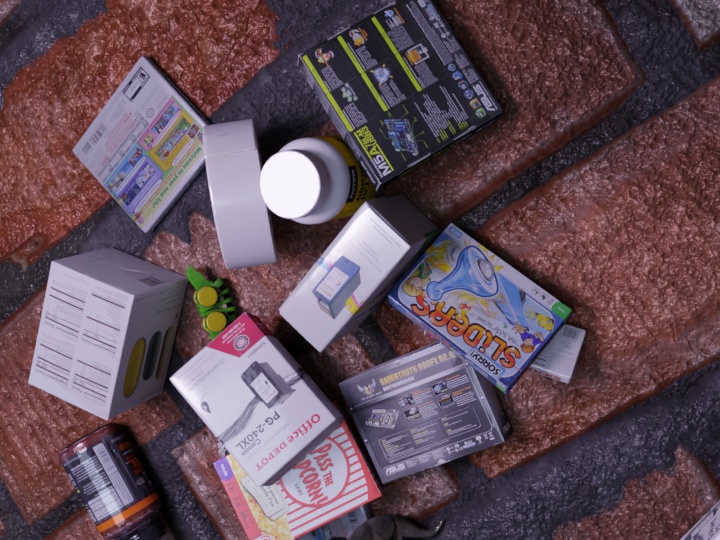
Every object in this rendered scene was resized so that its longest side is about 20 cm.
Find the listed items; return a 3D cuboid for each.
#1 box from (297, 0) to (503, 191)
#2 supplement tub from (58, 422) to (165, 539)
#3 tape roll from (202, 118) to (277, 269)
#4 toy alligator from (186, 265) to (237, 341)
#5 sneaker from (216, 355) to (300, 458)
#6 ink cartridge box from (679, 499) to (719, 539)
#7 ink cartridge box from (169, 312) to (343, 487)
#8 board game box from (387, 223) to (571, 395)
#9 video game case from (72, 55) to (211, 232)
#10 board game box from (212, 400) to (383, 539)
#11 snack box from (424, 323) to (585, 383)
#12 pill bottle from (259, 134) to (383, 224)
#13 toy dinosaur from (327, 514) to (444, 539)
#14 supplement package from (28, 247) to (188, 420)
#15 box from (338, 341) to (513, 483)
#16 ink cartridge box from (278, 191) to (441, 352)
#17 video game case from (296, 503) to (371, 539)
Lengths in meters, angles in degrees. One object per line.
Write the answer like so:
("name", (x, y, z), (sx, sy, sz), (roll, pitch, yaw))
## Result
("box", (0.051, -0.234, 1.260), (0.193, 0.048, 0.200), (-32, 86, -8))
("supplement tub", (-0.389, 0.351, 1.560), (0.107, 0.107, 0.200), (-31, 87, 24))
("tape roll", (-0.163, -0.104, 1.332), (0.071, 0.202, 0.203), (-9, 96, -3))
("toy alligator", (-0.206, 0.081, 1.469), (0.054, 0.059, 0.200), (-20, 91, -16))
("sneaker", (-0.153, 0.209, 1.452), (0.075, 0.081, 0.200), (28, 108, 14))
("ink cartridge box", (0.441, 0.358, 1.196), (0.084, 0.145, 0.200), (40, 111, 13))
("ink cartridge box", (-0.142, 0.181, 1.367), (0.145, 0.083, 0.200), (-42, 80, -2))
("board game box", (0.153, 0.047, 1.275), (0.200, 0.034, 0.135), (37, 76, 19))
("video game case", (-0.324, -0.189, 1.486), (0.182, 0.022, 0.200), (47, 112, 9))
("board game box", (-0.089, 0.299, 1.413), (0.200, 0.046, 0.152), (-27, 82, 0))
("snack box", (0.189, 0.083, 1.290), (0.200, 0.024, 0.072), (18, 67, 14))
("pill bottle", (-0.050, -0.120, 1.287), (0.112, 0.200, 0.113), (4, 101, 22))
("toy dinosaur", (0.022, 0.391, 1.392), (0.200, 0.077, 0.102), (-35, 56, 0))
("supplement package", (-0.380, 0.091, 1.485), (0.151, 0.152, 0.200), (21, 106, 17))
("box", (0.089, 0.191, 1.366), (0.200, 0.048, 0.158), (-25, 88, 24))
("ink cartridge box", (0.000, 0.000, 1.317), (0.088, 0.145, 0.200), (45, 111, 8))
("video game case", (-0.057, 0.421, 1.480), (0.182, 0.022, 0.200), (-13, 95, 24))
